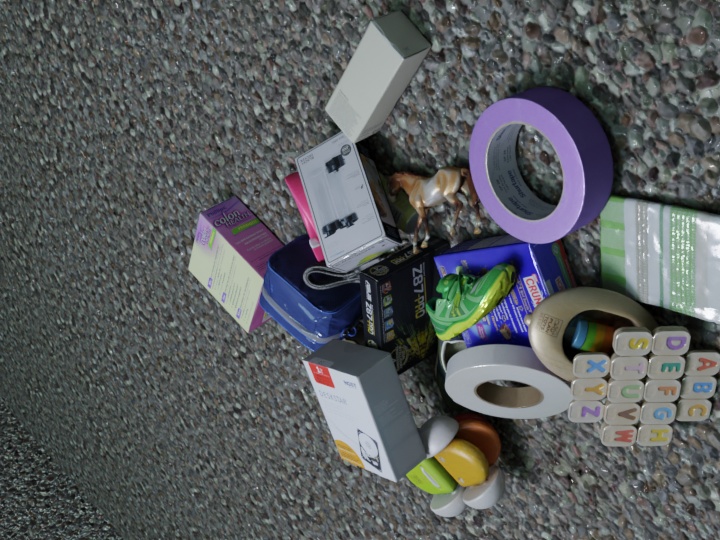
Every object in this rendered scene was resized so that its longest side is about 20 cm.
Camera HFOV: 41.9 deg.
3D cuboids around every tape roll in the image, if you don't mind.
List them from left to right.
[{"bbox_3d":[0.228,0.173,1.438,0.201,0.037,0.203,7,150,4],"label":"tape roll"},{"bbox_3d":[0.240,-0.141,1.269,0.199,0.065,0.202,29,131,40],"label":"tape roll"}]

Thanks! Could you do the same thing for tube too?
[{"bbox_3d":[0.021,-0.136,1.553,0.200,0.058,0.052,38,146,24],"label":"tube"}]

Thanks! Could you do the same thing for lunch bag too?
[{"bbox_3d":[-0.082,0.052,1.727,0.200,0.135,0.133,40,140,21],"label":"lunch bag"}]

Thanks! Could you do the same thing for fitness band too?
[{"bbox_3d":[-0.088,-0.091,1.635,0.200,0.037,0.145,74,172,-74],"label":"fitness band"}]

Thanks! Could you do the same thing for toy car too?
[{"bbox_3d":[0.160,0.315,1.620,0.175,0.150,0.200,47,140,-8],"label":"toy car"}]

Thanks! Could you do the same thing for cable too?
[{"bbox_3d":[0.000,0.000,1.623,0.199,0.050,0.098,-18,114,30],"label":"cable"}]

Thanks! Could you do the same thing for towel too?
[{"bbox_3d":[0.402,-0.019,1.220,0.199,0.031,0.151,19,126,43],"label":"towel"}]

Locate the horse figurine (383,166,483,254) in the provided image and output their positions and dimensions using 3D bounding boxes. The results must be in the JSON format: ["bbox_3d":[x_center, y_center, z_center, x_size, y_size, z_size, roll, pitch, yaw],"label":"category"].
[{"bbox_3d":[0.121,-0.108,1.430,0.199,0.050,0.134,-19,70,47],"label":"horse figurine"}]

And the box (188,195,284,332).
[{"bbox_3d":[-0.240,-0.012,1.898,0.200,0.096,0.177,44,141,18],"label":"box"}]

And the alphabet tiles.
[{"bbox_3d":[0.381,0.160,1.267,0.193,0.015,0.202,-1,123,2],"label":"alphabet tiles"}]

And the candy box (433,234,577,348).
[{"bbox_3d":[0.226,0.034,1.411,0.199,0.077,0.170,-7,108,52],"label":"candy box"}]

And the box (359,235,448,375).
[{"bbox_3d":[0.076,0.064,1.533,0.049,0.160,0.202,26,132,41],"label":"box"}]

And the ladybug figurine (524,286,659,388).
[{"bbox_3d":[0.316,0.088,1.291,0.198,0.072,0.137,19,100,-9],"label":"ladybug figurine"}]

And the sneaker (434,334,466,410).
[{"bbox_3d":[0.159,0.166,1.553,0.066,0.090,0.202,-6,119,1],"label":"sneaker"}]

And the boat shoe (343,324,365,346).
[{"bbox_3d":[0.017,0.146,1.741,0.199,0.072,0.069,15,130,54],"label":"boat shoe"}]

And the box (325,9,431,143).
[{"bbox_3d":[0.023,-0.291,1.428,0.082,0.068,0.200,51,142,10],"label":"box"}]

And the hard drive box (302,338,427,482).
[{"bbox_3d":[0.007,0.224,1.532,0.155,0.077,0.202,8,123,53],"label":"hard drive box"}]

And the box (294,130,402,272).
[{"bbox_3d":[-0.021,-0.112,1.511,0.116,0.060,0.202,-27,68,22],"label":"box"}]

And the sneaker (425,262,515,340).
[{"bbox_3d":[0.152,0.038,1.376,0.084,0.074,0.200,53,143,5],"label":"sneaker"}]
